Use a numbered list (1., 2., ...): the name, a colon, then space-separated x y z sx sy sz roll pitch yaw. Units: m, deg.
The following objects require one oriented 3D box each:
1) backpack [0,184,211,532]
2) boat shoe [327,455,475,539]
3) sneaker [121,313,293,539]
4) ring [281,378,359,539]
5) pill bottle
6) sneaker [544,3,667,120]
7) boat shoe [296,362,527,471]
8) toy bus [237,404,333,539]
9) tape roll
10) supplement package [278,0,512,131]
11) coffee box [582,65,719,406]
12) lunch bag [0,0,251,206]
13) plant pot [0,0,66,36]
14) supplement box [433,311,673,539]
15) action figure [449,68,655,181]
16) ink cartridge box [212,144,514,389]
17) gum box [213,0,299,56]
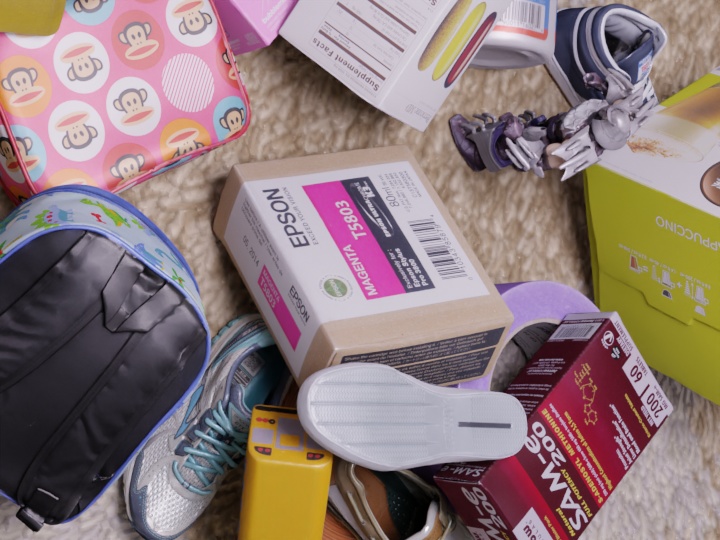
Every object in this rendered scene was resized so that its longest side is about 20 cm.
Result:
1. backpack: -0.210 0.044 1.096 0.200 0.147 0.183 -44 112 12
2. boat shoe: 0.040 0.210 1.275 0.199 0.068 0.075 38 72 -23
3. sneaker: -0.112 0.117 1.205 0.077 0.086 0.201 36 72 -21
4. ring: 0.005 0.146 1.307 0.198 0.019 0.203 1 87 -30
5. pill bottle: 0.115 -0.280 1.329 0.111 0.112 0.203 7 85 -28
6. sneaker: 0.245 -0.154 1.397 0.070 0.108 0.200 -47 109 -21
7. boat shoe: 0.028 0.113 1.139 0.198 0.066 0.075 14 73 -33
8. toy bus: -0.059 0.191 1.177 0.064 0.079 0.202 6 126 -3
9. tape roll: 0.131 0.111 1.324 0.198 0.085 0.203 3 86 -37
10. supplement package: 0.048 -0.228 1.229 0.201 0.109 0.114 -56 159 9
11. coffee box: 0.331 -0.027 1.354 0.197 0.199 0.202 -30 128 -26
12. lunch bag: -0.194 -0.149 1.172 0.198 0.082 0.178 -25 100 -26
13. plant pot: -0.282 -0.297 1.038 0.198 0.176 0.202 1 63 -28
14. supplement box: 0.158 0.137 1.253 0.200 0.061 0.109 -47 114 -29
15. action figure: 0.160 -0.116 1.297 0.129 0.199 0.070 -23 98 -27
16. ink cartridge box: 0.000 0.000 1.216 0.163 0.076 0.201 -9 51 -30
17. gum box: -0.063 -0.285 1.256 0.114 0.066 0.201 47 68 -21
